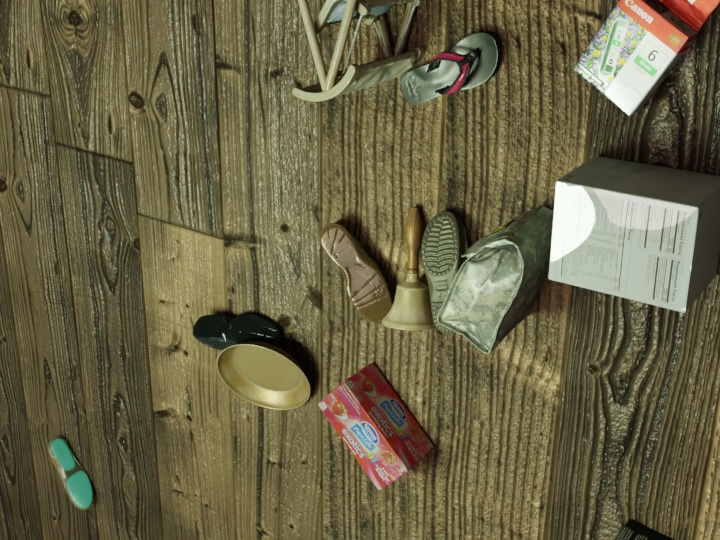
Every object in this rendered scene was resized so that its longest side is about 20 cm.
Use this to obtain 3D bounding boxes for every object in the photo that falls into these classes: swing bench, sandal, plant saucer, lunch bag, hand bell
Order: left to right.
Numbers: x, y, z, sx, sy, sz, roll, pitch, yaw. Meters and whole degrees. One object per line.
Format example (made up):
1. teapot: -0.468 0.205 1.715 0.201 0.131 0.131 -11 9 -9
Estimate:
1. plant saucer: -0.188 0.202 1.958 0.198 0.036 0.202 12 137 11
2. swing bench: 0.002 -0.370 1.512 0.129 0.198 0.203 15 117 31
3. hand bell: 0.092 -0.007 1.684 0.103 0.104 0.203 8 101 34
4. sandal: 0.135 -0.307 1.538 0.199 0.045 0.076 -20 95 40
5. lunch bag: 0.222 0.000 1.520 0.117 0.164 0.202 33 125 18

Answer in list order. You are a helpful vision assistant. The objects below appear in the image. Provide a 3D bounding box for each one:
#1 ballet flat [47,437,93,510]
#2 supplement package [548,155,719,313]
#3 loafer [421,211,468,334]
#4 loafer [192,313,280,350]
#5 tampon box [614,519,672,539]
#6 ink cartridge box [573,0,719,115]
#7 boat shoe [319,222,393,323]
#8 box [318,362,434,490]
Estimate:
1. ballet flat: -0.751 0.527 2.547 0.201 0.067 0.072 59 151 2
2. supplement package: 0.388 -0.057 1.379 0.198 0.151 0.153 15 117 32
3. loafer: 0.149 0.003 1.645 0.075 0.067 0.203 1 93 33
4. loafer: -0.242 0.132 2.002 0.198 0.073 0.072 5 151 28
5. tampon box: 0.481 0.526 1.566 0.198 0.126 0.152 23 120 29
6. ink cartridge box: 0.390 -0.324 1.334 0.109 0.050 0.201 44 129 15
7. boat shoe: 0.000 0.000 1.766 0.073 0.063 0.202 -28 93 15
8. box: 0.029 0.288 1.827 0.201 0.099 0.095 54 130 7
